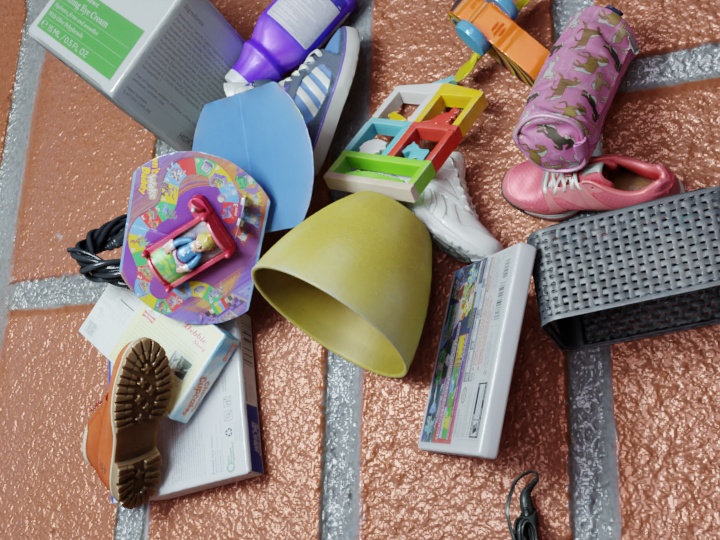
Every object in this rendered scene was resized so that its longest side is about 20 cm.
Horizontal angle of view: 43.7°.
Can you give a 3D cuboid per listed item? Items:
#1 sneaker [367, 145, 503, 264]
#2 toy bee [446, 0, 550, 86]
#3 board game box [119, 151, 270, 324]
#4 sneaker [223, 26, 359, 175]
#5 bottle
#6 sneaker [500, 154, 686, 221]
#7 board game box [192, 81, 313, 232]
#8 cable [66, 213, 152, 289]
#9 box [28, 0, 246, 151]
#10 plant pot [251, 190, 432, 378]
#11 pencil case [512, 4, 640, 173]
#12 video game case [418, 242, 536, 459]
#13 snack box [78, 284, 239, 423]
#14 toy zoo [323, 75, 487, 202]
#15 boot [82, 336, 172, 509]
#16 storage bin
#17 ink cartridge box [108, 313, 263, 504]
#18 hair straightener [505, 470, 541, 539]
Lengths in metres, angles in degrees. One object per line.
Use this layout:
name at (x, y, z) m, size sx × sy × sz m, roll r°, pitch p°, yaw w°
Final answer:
sneaker at (0.096, -0.086, 1.017) m, size 0.100 × 0.078 × 0.200 m, roll -48°, pitch 62°, yaw -1°
toy bee at (0.148, -0.296, 1.058) m, size 0.129 × 0.109 × 0.203 m, roll -26°, pitch 89°, yaw 5°
board game box at (-0.190, -0.029, 0.994) m, size 0.155 × 0.039 × 0.203 m, roll 14°, pitch 108°, yaw -1°
sneaker at (-0.092, -0.229, 1.107) m, size 0.144 × 0.080 × 0.203 m, roll 19°, pitch 83°, yaw -12°
bottle at (-0.093, -0.306, 1.161) m, size 0.083 × 0.065 × 0.201 m, roll 41°, pitch 86°, yaw -1°
sneaker at (0.240, -0.099, 0.947) m, size 0.197 × 0.087 × 0.075 m, roll 6°, pitch 75°, yaw 26°
board game box at (-0.116, -0.124, 1.036) m, size 0.198 × 0.039 × 0.161 m, roll -8°, pitch 92°, yaw 40°
cable at (-0.260, -0.031, 1.110) m, size 0.196 × 0.051 × 0.164 m, roll 2°, pitch 37°, yaw -6°
box at (-0.276, -0.291, 1.179) m, size 0.198 × 0.200 × 0.172 m, roll 36°, pitch 87°, yaw 29°
plant pot at (0.000, 0.000, 0.978) m, size 0.198 × 0.201 × 0.143 m, roll 22°, pitch 68°, yaw 28°
pencil case at (0.229, -0.191, 0.946) m, size 0.086 × 0.083 × 0.201 m, roll -31°, pitch 24°, yaw 55°
video game case at (0.115, 0.085, 0.907) m, size 0.023 × 0.182 × 0.204 m, roll 15°, pitch 78°, yaw -12°
snack box at (-0.249, 0.080, 1.095) m, size 0.199 × 0.037 × 0.117 m, roll 34°, pitch 89°, yaw 32°
toy zoo at (0.060, -0.161, 1.041) m, size 0.130 × 0.021 × 0.201 m, roll 13°, pitch 55°, yaw 39°
boot at (-0.277, 0.160, 1.032) m, size 0.106 × 0.074 × 0.204 m, roll 27°, pitch 112°, yaw 40°
storage bin at (0.273, 0.003, 0.870) m, size 0.197 × 0.135 × 0.095 m, roll -14°, pitch 68°, yaw 19°
ink cartridge box at (-0.216, 0.169, 1.094) m, size 0.197 × 0.041 × 0.203 m, roll -16°, pitch 67°, yaw 20°
hair straightener at (0.169, 0.294, 0.857) m, size 0.040 × 0.077 × 0.204 m, roll -9°, pitch 70°, yaw 23°
